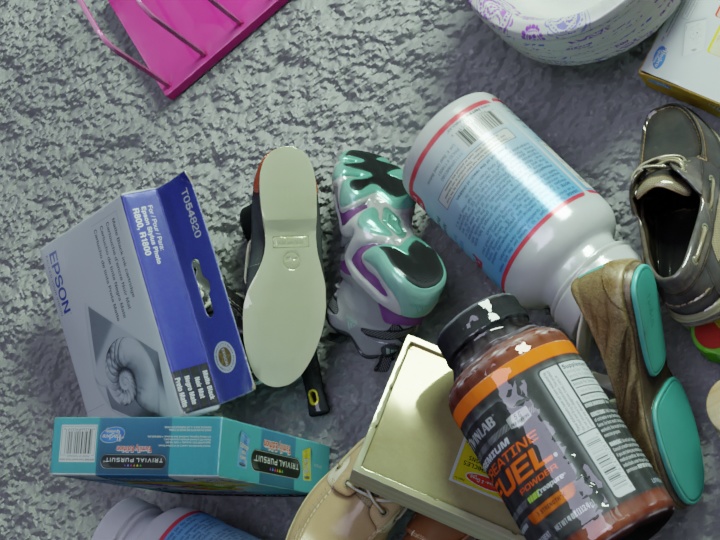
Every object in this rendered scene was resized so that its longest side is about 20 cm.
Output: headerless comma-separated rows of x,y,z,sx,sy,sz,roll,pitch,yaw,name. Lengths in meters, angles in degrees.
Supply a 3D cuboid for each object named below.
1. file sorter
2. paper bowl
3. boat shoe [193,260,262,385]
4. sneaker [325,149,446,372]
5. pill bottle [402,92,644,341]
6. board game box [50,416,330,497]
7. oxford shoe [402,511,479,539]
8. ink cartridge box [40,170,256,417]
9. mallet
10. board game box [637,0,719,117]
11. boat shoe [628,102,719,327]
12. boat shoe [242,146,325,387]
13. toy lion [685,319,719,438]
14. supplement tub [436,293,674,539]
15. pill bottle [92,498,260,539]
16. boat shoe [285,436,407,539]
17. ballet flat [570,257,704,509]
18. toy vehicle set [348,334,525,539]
-0.161,-0.290,1.337,0.199,0.125,0.140,-38,66,11,file sorter
0.183,-0.264,1.182,0.199,0.104,0.203,-11,68,29,paper bowl
-0.151,0.026,1.293,0.074,0.060,0.200,-47,64,8,boat shoe
0.000,0.000,1.229,0.201,0.077,0.141,-106,33,-49,sneaker
0.132,-0.042,1.159,0.109,0.109,0.200,-46,65,7,pill bottle
-0.132,0.154,1.177,0.149,0.200,0.048,-2,76,23,board game box
0.063,0.211,1.156,0.199,0.071,0.072,-34,63,1,oxford shoe
-0.191,0.040,1.255,0.199,0.040,0.202,-27,78,43,ink cartridge box
-0.065,0.030,1.271,0.065,0.041,0.203,-10,78,20,mallet
0.342,-0.181,1.137,0.199,0.040,0.154,29,90,27,board game box
0.246,-0.056,1.106,0.074,0.073,0.202,-24,48,26,boat shoe
-0.067,-0.003,1.227,0.070,0.063,0.203,1,86,-11,boat shoe
0.336,0.038,1.082,0.198,0.069,0.194,-3,69,24,toy lion
0.133,0.117,1.051,0.107,0.107,0.201,-36,67,12,supplement tub
-0.125,0.263,1.191,0.198,0.109,0.110,20,86,26,pill bottle
0.010,0.165,1.138,0.071,0.065,0.200,36,63,9,boat shoe
0.200,0.085,1.080,0.072,0.068,0.202,-4,115,38,ballet flat
0.104,0.142,1.110,0.198,0.027,0.125,23,61,6,toy vehicle set
